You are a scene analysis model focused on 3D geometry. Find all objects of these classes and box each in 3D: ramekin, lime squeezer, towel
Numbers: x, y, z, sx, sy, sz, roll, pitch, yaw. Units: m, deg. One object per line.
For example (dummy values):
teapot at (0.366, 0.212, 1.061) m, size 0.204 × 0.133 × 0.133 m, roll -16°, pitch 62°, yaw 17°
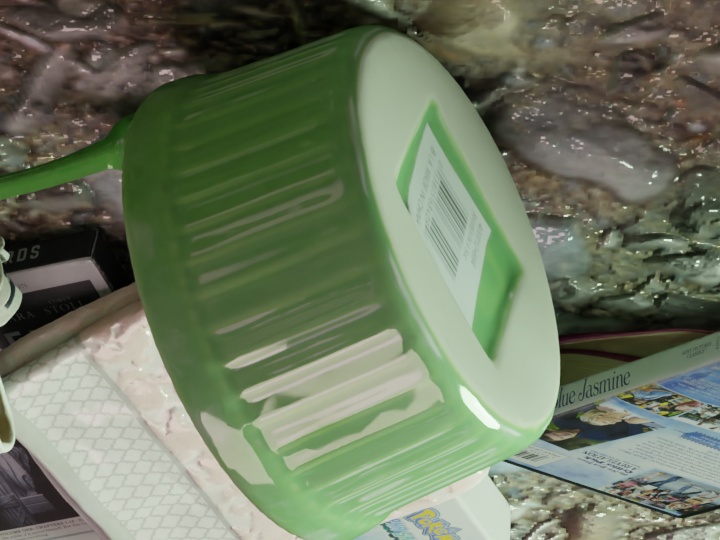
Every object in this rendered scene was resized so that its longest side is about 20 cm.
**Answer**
ramekin at (0.000, 0.000, 0.981) m, size 0.098 × 0.200 × 0.200 m, roll -22°, pitch 144°, yaw 22°
lime squeezer at (-0.078, -0.027, 1.057) m, size 0.200 × 0.071 × 0.038 m, roll 21°, pitch 175°, yaw -33°
towel at (-0.058, 0.073, 1.184) m, size 0.191 × 0.032 × 0.200 m, roll -25°, pitch 132°, yaw 10°

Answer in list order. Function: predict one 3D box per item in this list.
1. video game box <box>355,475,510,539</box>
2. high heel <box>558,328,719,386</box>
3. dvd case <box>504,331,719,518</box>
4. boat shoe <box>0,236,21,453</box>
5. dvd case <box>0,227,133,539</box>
video game box at (-0.031, 0.119, 1.337) m, size 0.182 × 0.047 × 0.200 m, roll -12°, pitch 148°, yaw 17°
high heel at (0.167, 0.051, 1.194) m, size 0.200 × 0.068 × 0.096 m, roll -1°, pitch 164°, yaw 29°
dvd case at (0.161, 0.076, 1.150) m, size 0.142 × 0.018 × 0.200 m, roll 19°, pitch 155°, yaw -29°
boat shoe at (-0.183, 0.004, 1.066) m, size 0.070 × 0.071 × 0.200 m, roll 0°, pitch 124°, yaw 2°
dvd case at (-0.155, 0.066, 1.218) m, size 0.150 × 0.025 × 0.200 m, roll -12°, pitch 134°, yaw 19°
